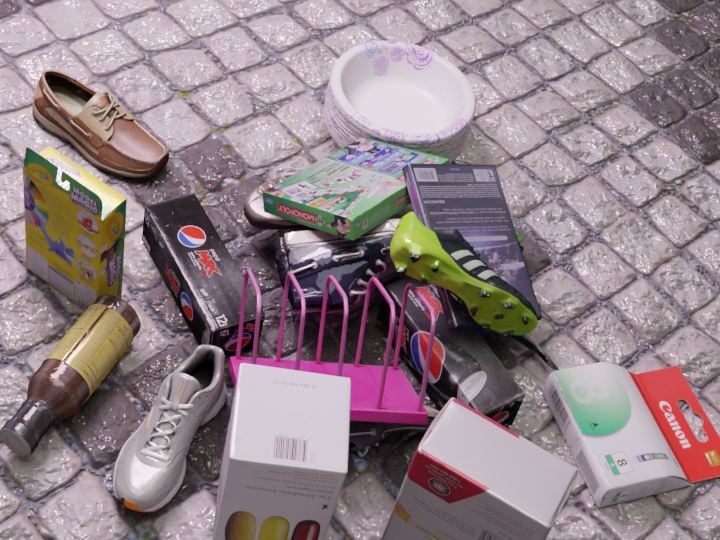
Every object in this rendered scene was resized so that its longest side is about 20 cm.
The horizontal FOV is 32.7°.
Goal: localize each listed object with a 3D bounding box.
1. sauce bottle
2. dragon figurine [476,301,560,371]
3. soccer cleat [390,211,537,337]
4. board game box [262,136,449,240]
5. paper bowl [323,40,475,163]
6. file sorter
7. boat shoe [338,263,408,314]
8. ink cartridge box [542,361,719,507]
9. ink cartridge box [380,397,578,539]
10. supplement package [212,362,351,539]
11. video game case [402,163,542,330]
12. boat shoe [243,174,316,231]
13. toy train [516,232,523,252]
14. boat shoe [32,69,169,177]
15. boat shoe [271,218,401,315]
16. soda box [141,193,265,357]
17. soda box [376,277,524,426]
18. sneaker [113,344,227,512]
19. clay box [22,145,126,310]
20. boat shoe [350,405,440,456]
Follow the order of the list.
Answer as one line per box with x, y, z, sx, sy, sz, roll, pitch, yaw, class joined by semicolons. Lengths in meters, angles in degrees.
-0.313;0.112;1.316;0.064;0.065;0.200;27;49;9;sauce bottle
0.160;0.050;1.486;0.099;0.059;0.201;-18;77;-27;dragon figurine
0.120;0.003;1.364;0.199;0.067;0.082;32;44;-20;soccer cleat
-0.003;-0.102;1.465;0.134;0.029;0.200;19;35;32;board game box
0.048;-0.208;1.653;0.198;0.105;0.202;7;50;-8;paper bowl
-0.031;0.076;1.318;0.198;0.127;0.139;5;15;-13;file sorter
0.033;-0.016;1.508;0.199;0.074;0.066;-22;63;-31;boat shoe
0.333;0.179;1.438;0.198;0.050;0.162;-10;54;-19;ink cartridge box
0.111;0.243;1.223;0.147;0.201;0.086;29;48;11;ink cartridge box
-0.081;0.200;1.209;0.113;0.201;0.110;8;48;-6;supplement package
0.132;-0.031;1.443;0.142;0.019;0.202;-3;71;-39;video game case
-0.055;-0.073;1.535;0.198;0.074;0.075;-9;55;-28;boat shoe
0.123;-0.075;1.577;0.199;0.042;0.056;30;14;-9;toy train
-0.334;-0.188;1.557;0.199;0.074;0.076;28;49;10;boat shoe
0.000;0.000;1.425;0.198;0.075;0.094;-7;71;-7;boat shoe
-0.186;0.006;1.438;0.070;0.064;0.201;-16;57;-27;soda box
0.101;0.098;1.425;0.070;0.064;0.201;-19;57;-28;soda box
-0.200;0.156;1.288;0.075;0.092;0.201;21;49;5;sneaker
-0.316;-0.048;1.359;0.114;0.201;0.048;33;50;14;clay box
-0.008;0.172;1.362;0.198;0.073;0.063;4;92;-18;boat shoe
